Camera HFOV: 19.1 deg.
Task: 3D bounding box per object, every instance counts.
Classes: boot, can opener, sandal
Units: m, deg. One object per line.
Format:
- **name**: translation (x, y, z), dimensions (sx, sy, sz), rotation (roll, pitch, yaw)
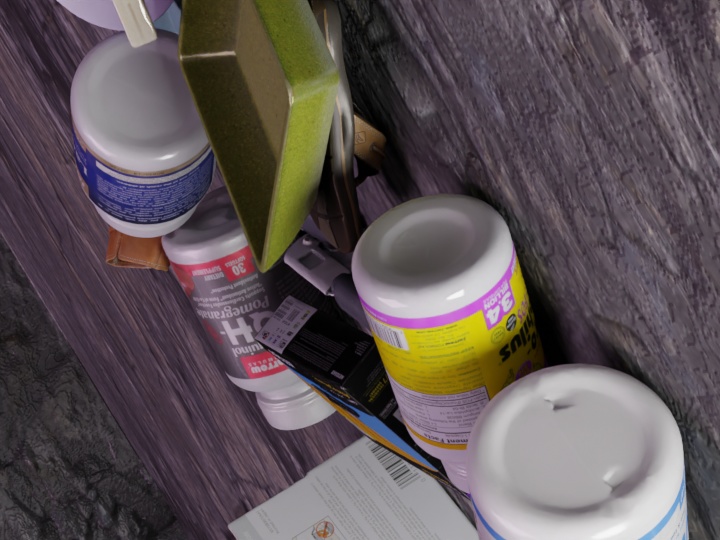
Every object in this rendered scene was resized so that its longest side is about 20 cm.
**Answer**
- **boot**: translation (-0.201, -0.079, 1.903), dimensions (0.200, 0.073, 0.155), rotation (-170, 92, -68)
- **can opener**: translation (0.000, 0.000, 1.604), dimensions (0.200, 0.053, 0.067), rotation (36, 155, 53)
- **sandal**: translation (-0.012, -0.101, 1.457), dimensions (0.082, 0.054, 0.201), rotation (-136, 35, -55)

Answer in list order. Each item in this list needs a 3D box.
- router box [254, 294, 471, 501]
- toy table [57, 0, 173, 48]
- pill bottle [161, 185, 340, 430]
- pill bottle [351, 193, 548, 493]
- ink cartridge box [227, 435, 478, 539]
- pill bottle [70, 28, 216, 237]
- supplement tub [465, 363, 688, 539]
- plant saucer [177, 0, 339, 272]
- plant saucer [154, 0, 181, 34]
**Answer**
- **router box**: translation (0.013, 0.098, 1.674), dimensions (0.149, 0.051, 0.200), rotation (42, 173, -22)
- **toy table**: translation (-0.188, -0.254, 1.512), dimensions (0.200, 0.184, 0.117), rotation (55, -176, -23)
- **pill bottle**: translation (-0.081, 0.033, 1.822), dimensions (0.111, 0.111, 0.200), rotation (31, 149, 61)
- **pill bottle**: translation (0.067, 0.054, 1.395), dimensions (0.104, 0.104, 0.200), rotation (42, 159, 47)
- **ink cartridge box**: translation (0.011, 0.252, 1.835), dimensions (0.200, 0.173, 0.044), rotation (50, 164, 28)
- **pill bottle**: translation (-0.169, -0.102, 1.688), dimensions (0.116, 0.116, 0.200), rotation (55, 165, 12)
- **supplement tub**: translation (0.139, 0.163, 1.328), dimensions (0.132, 0.132, 0.200), rotation (47, 163, 36)
- **plant saucer**: translation (-0.066, -0.134, 1.425), dimensions (0.200, 0.048, 0.200), rotation (103, 150, -55)
- **plant saucer**: translation (-0.128, -0.169, 1.717), dimensions (0.200, 0.036, 0.200), rotation (52, 164, 21)
